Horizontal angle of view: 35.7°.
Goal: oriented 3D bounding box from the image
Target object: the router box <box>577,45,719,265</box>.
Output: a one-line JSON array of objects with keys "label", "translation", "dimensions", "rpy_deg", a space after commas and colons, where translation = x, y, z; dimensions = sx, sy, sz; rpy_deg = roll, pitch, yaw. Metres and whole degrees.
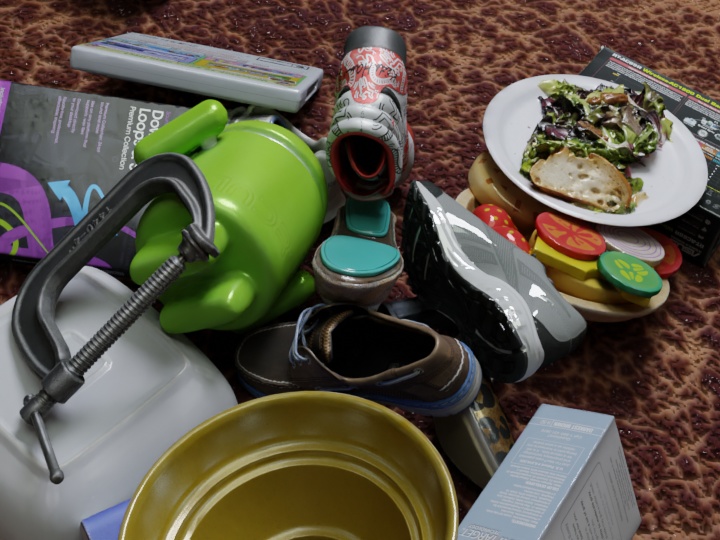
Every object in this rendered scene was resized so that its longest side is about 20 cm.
[{"label": "router box", "translation": [0.272, -0.112, 1.044], "dimensions": [0.199, 0.063, 0.150], "rpy_deg": [32, 52, 19]}]

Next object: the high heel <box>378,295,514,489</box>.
[{"label": "high heel", "translation": [0.115, 0.080, 0.848], "dimensions": [0.141, 0.072, 0.201], "rpy_deg": [-13, 50, -23]}]

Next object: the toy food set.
[{"label": "toy food set", "translation": [0.172, -0.027, 0.929], "dimensions": [0.196, 0.049, 0.200], "rpy_deg": [23, 29, 4]}]

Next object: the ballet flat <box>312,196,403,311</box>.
[{"label": "ballet flat", "translation": [0.000, 0.000, 0.863], "dimensions": [0.067, 0.068, 0.200], "rpy_deg": [12, 20, 4]}]

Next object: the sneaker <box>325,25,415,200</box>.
[{"label": "sneaker", "translation": [0.007, -0.094, 0.914], "dimensions": [0.066, 0.202, 0.109], "rpy_deg": [6, 62, 5]}]

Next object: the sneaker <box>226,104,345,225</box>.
[{"label": "sneaker", "translation": [-0.101, -0.111, 0.971], "dimensions": [0.197, 0.088, 0.075], "rpy_deg": [19, 49, 10]}]

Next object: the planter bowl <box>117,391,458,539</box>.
[{"label": "planter bowl", "translation": [-0.038, 0.174, 0.663], "dimensions": [0.197, 0.084, 0.202], "rpy_deg": [-5, 42, 4]}]

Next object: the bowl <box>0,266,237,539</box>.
[{"label": "bowl", "translation": [-0.205, 0.088, 0.788], "dimensions": [0.199, 0.075, 0.199], "rpy_deg": [37, 55, 23]}]

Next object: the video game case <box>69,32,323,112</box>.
[{"label": "video game case", "translation": [-0.140, -0.182, 1.014], "dimensions": [0.197, 0.022, 0.182], "rpy_deg": [11, 16, 1]}]

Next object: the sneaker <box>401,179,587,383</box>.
[{"label": "sneaker", "translation": [0.091, 0.003, 0.832], "dimensions": [0.078, 0.075, 0.201], "rpy_deg": [-13, 45, -25]}]

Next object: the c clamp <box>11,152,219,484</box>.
[{"label": "c clamp", "translation": [-0.160, 0.017, 0.737], "dimensions": [0.200, 0.027, 0.171], "rpy_deg": [-49, 45, -2]}]

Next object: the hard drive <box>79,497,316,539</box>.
[{"label": "hard drive", "translation": [-0.065, 0.184, 0.732], "dimensions": [0.198, 0.025, 0.133], "rpy_deg": [-21, 72, -25]}]

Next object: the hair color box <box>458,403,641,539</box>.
[{"label": "hair color box", "translation": [0.107, 0.191, 0.715], "dimensions": [0.060, 0.100, 0.200], "rpy_deg": [5, 39, 39]}]

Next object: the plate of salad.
[{"label": "plate of salad", "translation": [0.203, -0.115, 0.956], "dimensions": [0.197, 0.048, 0.202], "rpy_deg": [5, 45, -5]}]

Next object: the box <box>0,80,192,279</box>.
[{"label": "box", "translation": [-0.228, -0.073, 0.909], "dimensions": [0.197, 0.036, 0.145], "rpy_deg": [7, 78, -3]}]

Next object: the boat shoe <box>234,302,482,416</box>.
[{"label": "boat shoe", "translation": [-0.013, 0.056, 0.801], "dimensions": [0.197, 0.073, 0.073], "rpy_deg": [-2, 57, 28]}]

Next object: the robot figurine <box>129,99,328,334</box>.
[{"label": "robot figurine", "translation": [-0.093, -0.036, 0.840], "dimensions": [0.114, 0.177, 0.201], "rpy_deg": [-16, 27, 29]}]
